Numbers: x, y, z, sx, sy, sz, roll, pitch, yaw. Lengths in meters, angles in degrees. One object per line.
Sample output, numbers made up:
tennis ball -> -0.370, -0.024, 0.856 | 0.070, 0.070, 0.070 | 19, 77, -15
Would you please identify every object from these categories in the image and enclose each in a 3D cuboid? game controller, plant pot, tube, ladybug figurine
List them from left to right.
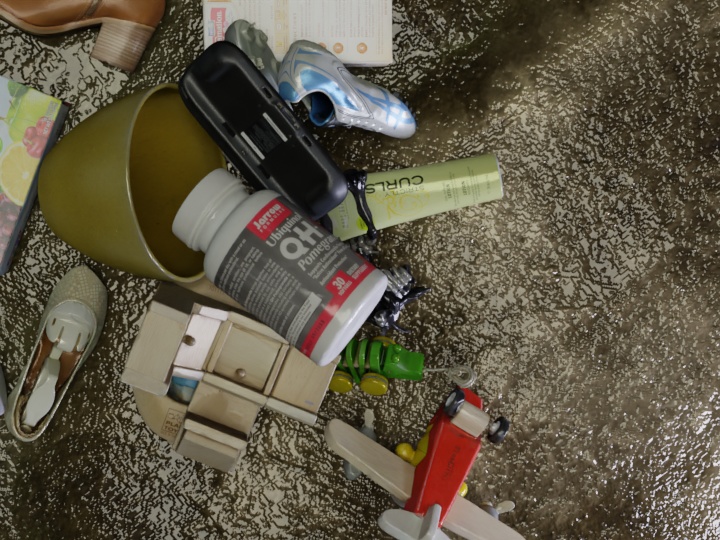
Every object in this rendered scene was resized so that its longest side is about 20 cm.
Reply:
plant pot -> -0.244, -0.083, 1.168 | 0.141, 0.200, 0.201 | -4, 95, 21
ladybug figurine -> -0.175, 0.091, 1.230 | 0.135, 0.072, 0.201 | 20, 92, -7
game controller -> -0.097, -0.133, 1.129 | 0.104, 0.042, 0.200 | -32, 103, 40
tube -> 0.056, -0.083, 1.250 | 0.199, 0.052, 0.058 | -11, 67, 2

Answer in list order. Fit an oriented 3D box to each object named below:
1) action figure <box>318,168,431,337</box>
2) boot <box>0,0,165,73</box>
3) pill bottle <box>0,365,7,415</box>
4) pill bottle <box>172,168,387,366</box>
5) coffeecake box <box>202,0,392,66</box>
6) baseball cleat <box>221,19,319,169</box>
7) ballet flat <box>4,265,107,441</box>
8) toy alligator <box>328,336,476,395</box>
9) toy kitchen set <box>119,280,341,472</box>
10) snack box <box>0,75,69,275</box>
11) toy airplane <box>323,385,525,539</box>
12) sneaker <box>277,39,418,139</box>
action figure -> 0.000, 0.000, 1.216 | 0.118, 0.102, 0.201 | -18, 109, 16
boot -> -0.298, -0.312, 1.185 | 0.199, 0.077, 0.156 | 20, 94, -9
pill bottle -> -0.484, 0.133, 1.187 | 0.199, 0.114, 0.114 | -17, 96, -3
pill bottle -> -0.081, -0.008, 1.103 | 0.200, 0.111, 0.111 | 37, 91, 7
coffeecake box -> -0.068, -0.296, 1.209 | 0.199, 0.073, 0.154 | -1, 96, -5
baseball cleat -> -0.114, -0.162, 1.183 | 0.106, 0.070, 0.200 | -10, 125, 25
ballet flat -> -0.322, 0.093, 1.222 | 0.067, 0.062, 0.201 | 22, 93, -21
toy alligator -> 0.024, 0.097, 1.229 | 0.199, 0.054, 0.059 | 1, 54, 17
toy kitchen set -> -0.136, 0.129, 1.111 | 0.199, 0.180, 0.164 | 22, 93, -8
snack box -> -0.412, -0.111, 1.204 | 0.142, 0.053, 0.201 | 21, 92, -5
toy airplane -> 0.071, 0.237, 1.229 | 0.198, 0.141, 0.201 | -10, 73, -30
sneaker -> -0.014, -0.173, 1.187 | 0.200, 0.072, 0.073 | 22, 90, -48
